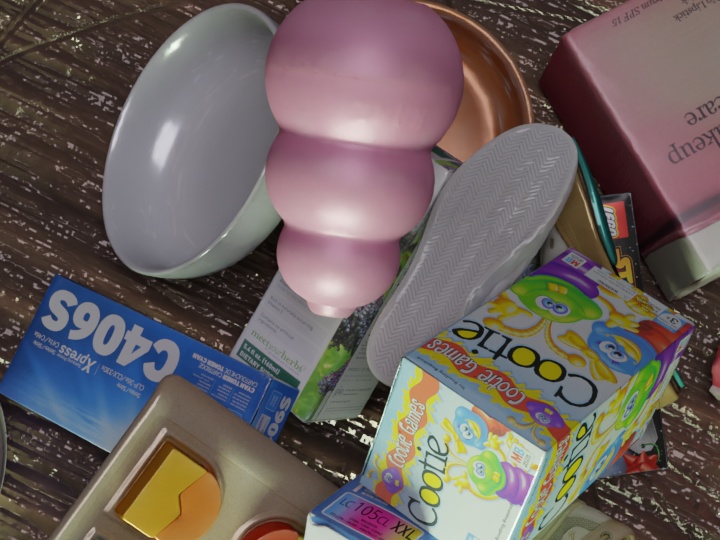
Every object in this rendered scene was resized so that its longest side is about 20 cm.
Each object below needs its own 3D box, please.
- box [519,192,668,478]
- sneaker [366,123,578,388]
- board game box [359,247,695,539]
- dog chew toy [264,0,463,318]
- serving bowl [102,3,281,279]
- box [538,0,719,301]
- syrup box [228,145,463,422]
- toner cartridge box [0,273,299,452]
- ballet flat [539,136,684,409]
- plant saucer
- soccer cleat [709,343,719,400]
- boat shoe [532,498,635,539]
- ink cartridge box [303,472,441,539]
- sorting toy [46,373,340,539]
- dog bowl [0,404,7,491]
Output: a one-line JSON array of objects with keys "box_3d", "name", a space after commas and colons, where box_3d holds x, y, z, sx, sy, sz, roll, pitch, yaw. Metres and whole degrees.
[{"box_3d": [0.138, 0.052, 1.107, 0.137, 0.040, 0.201, -8, 91, -4], "name": "box"}, {"box_3d": [0.080, 0.001, 1.033, 0.074, 0.116, 0.200, 34, 85, 21], "name": "sneaker"}, {"box_3d": [0.107, 0.082, 0.964, 0.103, 0.105, 0.200, 33, 36, 22], "name": "board game box"}, {"box_3d": [-0.005, -0.070, 0.965, 0.124, 0.125, 0.201, 8, 97, -1], "name": "dog chew toy"}, {"box_3d": [-0.097, -0.084, 1.089, 0.066, 0.200, 0.201, 21, 75, -40], "name": "serving bowl"}, {"box_3d": [0.238, -0.099, 1.124, 0.128, 0.109, 0.200, -29, 81, -8], "name": "box"}, {"box_3d": [0.000, 0.000, 1.065, 0.079, 0.081, 0.200, 35, 104, 25], "name": "syrup box"}, {"box_3d": [-0.148, 0.082, 1.060, 0.200, 0.043, 0.095, 22, 84, 29], "name": "toner cartridge box"}, {"box_3d": [0.156, 0.008, 1.058, 0.063, 0.069, 0.200, -24, 91, 10], "name": "ballet flat"}, {"box_3d": [0.029, -0.104, 1.153, 0.200, 0.037, 0.201, 1, 78, -3], "name": "plant saucer"}, {"box_3d": [0.346, 0.106, 1.115, 0.200, 0.067, 0.077, 35, 75, 7], "name": "soccer cleat"}, {"box_3d": [0.112, 0.234, 1.019, 0.065, 0.072, 0.200, 22, 54, 29], "name": "boat shoe"}, {"box_3d": [0.044, 0.181, 1.014, 0.076, 0.200, 0.137, 25, 123, 25], "name": "ink cartridge box"}, {"box_3d": [-0.105, 0.194, 0.970, 0.185, 0.036, 0.200, 39, 79, -26], "name": "sorting toy"}, {"box_3d": [-0.341, 0.130, 1.080, 0.199, 0.059, 0.201, 0, 80, -2], "name": "dog bowl"}]
